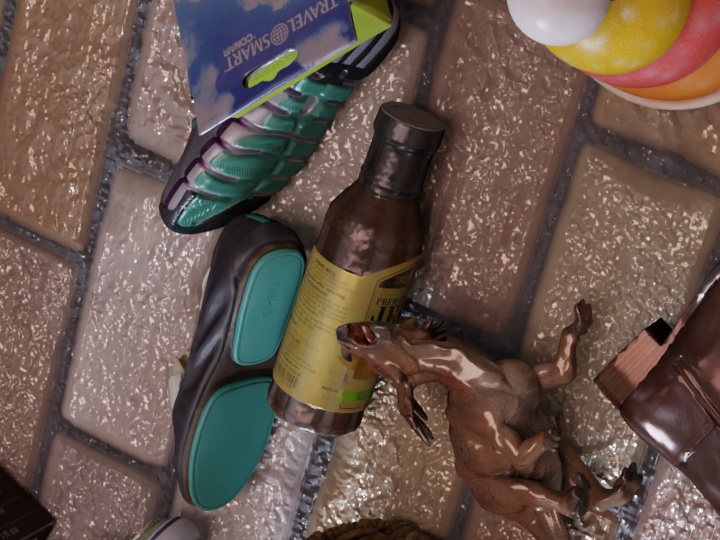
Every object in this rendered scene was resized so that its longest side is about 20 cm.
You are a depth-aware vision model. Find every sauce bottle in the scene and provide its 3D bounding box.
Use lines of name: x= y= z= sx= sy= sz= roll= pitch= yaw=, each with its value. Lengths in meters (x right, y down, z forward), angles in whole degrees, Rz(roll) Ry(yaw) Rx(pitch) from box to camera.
sauce bottle: x=0.000 y=0.000 z=1.140 sx=0.064 sy=0.065 sz=0.202 roll=27 pitch=114 yaw=20

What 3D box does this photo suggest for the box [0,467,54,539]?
box: x=-0.317 y=0.143 z=1.322 sx=0.200 sy=0.100 sz=0.075 roll=40 pitch=116 yaw=13

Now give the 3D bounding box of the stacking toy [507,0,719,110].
stacking toy: x=0.131 y=-0.142 z=0.960 sx=0.145 sy=0.200 sz=0.148 roll=7 pitch=105 yaw=26

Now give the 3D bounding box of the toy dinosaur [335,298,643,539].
toy dinosaur: x=0.076 y=0.097 z=1.115 sx=0.135 sy=0.086 sz=0.202 roll=-9 pitch=110 yaw=36

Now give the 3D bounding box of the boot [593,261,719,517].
boot: x=0.248 y=0.079 z=1.030 sx=0.200 sy=0.064 sz=0.187 roll=49 pitch=123 yaw=9

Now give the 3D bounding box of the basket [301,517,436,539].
basket: x=-0.010 y=0.252 z=1.124 sx=0.142 sy=0.200 sz=0.150 roll=30 pitch=114 yaw=17

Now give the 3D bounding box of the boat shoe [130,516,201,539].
boat shoe: x=-0.180 y=0.220 z=1.283 sx=0.062 sy=0.072 sz=0.200 roll=49 pitch=121 yaw=11

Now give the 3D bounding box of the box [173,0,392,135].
box: x=-0.054 y=-0.183 z=1.094 sx=0.121 sy=0.047 sz=0.202 roll=-28 pitch=63 yaw=30

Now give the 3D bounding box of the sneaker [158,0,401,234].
sneaker: x=-0.061 y=-0.112 z=1.156 sx=0.200 sy=0.074 sz=0.088 roll=-46 pitch=61 yaw=22

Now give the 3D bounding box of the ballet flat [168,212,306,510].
ballet flat: x=-0.082 y=0.052 z=1.201 sx=0.073 sy=0.073 sz=0.202 roll=27 pitch=119 yaw=20
